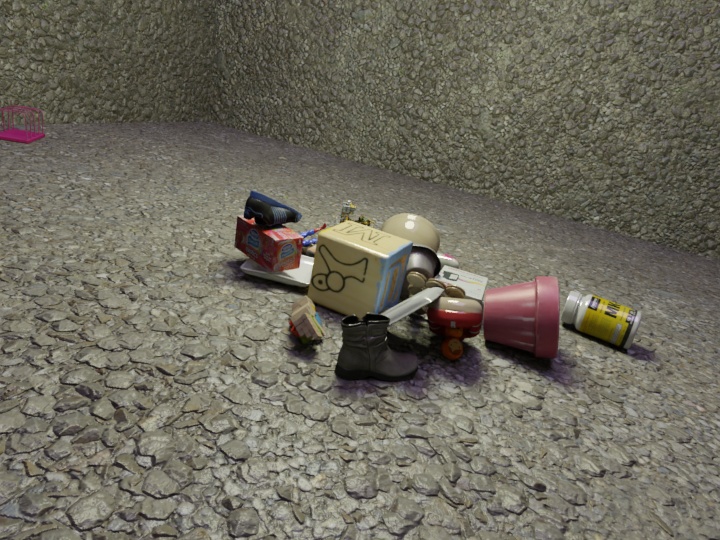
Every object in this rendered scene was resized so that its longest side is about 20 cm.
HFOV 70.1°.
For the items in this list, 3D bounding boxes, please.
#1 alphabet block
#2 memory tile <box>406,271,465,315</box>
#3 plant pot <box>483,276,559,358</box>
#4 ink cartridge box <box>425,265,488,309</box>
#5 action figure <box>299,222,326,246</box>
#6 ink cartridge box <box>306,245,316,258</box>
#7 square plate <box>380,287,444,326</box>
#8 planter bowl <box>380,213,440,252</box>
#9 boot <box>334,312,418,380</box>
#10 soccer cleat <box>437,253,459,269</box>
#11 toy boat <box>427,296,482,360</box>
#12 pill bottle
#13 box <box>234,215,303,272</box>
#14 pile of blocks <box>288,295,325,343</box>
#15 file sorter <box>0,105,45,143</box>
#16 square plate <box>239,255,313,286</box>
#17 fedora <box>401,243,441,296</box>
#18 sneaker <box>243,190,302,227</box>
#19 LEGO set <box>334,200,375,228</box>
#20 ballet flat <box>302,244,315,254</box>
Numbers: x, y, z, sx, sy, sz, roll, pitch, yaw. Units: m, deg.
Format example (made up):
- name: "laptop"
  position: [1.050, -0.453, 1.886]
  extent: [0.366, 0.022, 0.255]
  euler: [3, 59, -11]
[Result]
- name: "alphabet block"
  position: [0.000, 0.000, 1.348]
  extent: [0.197, 0.199, 0.196]
  euler: [20, 20, 19]
- name: "memory tile"
  position: [0.192, 0.076, 1.304]
  extent: [0.151, 0.201, 0.017]
  euler: [18, 61, 17]
- name: "plant pot"
  position: [0.406, 0.117, 1.306]
  extent: [0.176, 0.204, 0.200]
  euler: [0, 17, 17]
- name: "ink cartridge box"
  position: [0.283, 0.067, 1.489]
  extent: [0.143, 0.084, 0.200]
  euler: [17, 21, 14]
- name: "action figure"
  position: [-0.186, -0.097, 1.584]
  extent: [0.197, 0.066, 0.099]
  euler: [-22, -4, -17]
- name: "ink cartridge box"
  position: [-0.059, -0.047, 1.639]
  extent: [0.160, 0.051, 0.200]
  euler: [20, 25, 18]
- name: "square plate"
  position: [0.088, 0.092, 1.161]
  extent: [0.029, 0.196, 0.200]
  euler: [62, 17, 4]
- name: "planter bowl"
  position: [0.143, -0.058, 1.619]
  extent: [0.197, 0.202, 0.136]
  euler: [15, 47, 7]
- name: "boot"
  position: [0.045, 0.154, 1.055]
  extent: [0.197, 0.133, 0.068]
  euler: [2, 22, -25]
- name: "soccer cleat"
  position: [0.236, -0.027, 1.745]
  extent: [0.198, 0.071, 0.086]
  euler: [20, 31, 34]
- name: "toy boat"
  position: [0.218, 0.143, 1.206]
  extent: [0.128, 0.133, 0.201]
  euler: [4, -22, 12]
- name: "pill bottle"
  position: [0.698, 0.139, 1.497]
  extent: [0.197, 0.116, 0.114]
  euler: [22, 22, 25]
- name: "box"
  position: [-0.257, -0.079, 1.421]
  extent: [0.099, 0.097, 0.199]
  euler: [-8, 28, -43]
- name: "pile of blocks"
  position: [-0.128, 0.123, 1.167]
  extent: [0.062, 0.083, 0.200]
  euler: [-33, 14, 2]
- name: "file sorter"
  position: [-1.510, -0.653, 2.273]
  extent: [0.136, 0.128, 0.200]
  euler: [6, 21, -14]
- name: "square plate"
  position: [-0.218, -0.009, 1.456]
  extent: [0.196, 0.029, 0.198]
  euler: [13, 20, 2]
- name: "fedora"
  position: [0.137, 0.012, 1.468]
  extent: [0.176, 0.198, 0.091]
  euler: [38, 42, -30]
- name: "sneaker"
  position: [-0.240, -0.152, 1.397]
  extent: [0.069, 0.079, 0.199]
  euler: [23, 2, 36]
- name: "LEGO set"
  position: [-0.015, -0.193, 1.941]
  extent: [0.151, 0.118, 0.200]
  euler: [13, 21, 1]
- name: "ballet flat"
  position: [-0.217, -0.085, 1.650]
  extent: [0.196, 0.047, 0.067]
  euler: [4, 22, -22]
